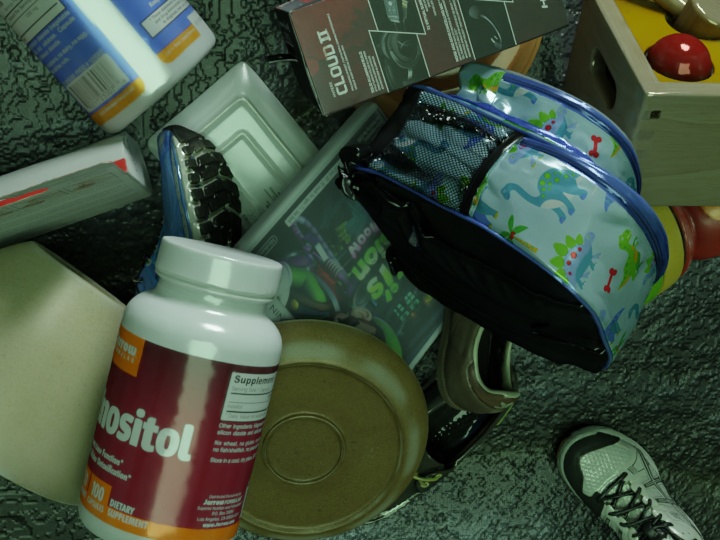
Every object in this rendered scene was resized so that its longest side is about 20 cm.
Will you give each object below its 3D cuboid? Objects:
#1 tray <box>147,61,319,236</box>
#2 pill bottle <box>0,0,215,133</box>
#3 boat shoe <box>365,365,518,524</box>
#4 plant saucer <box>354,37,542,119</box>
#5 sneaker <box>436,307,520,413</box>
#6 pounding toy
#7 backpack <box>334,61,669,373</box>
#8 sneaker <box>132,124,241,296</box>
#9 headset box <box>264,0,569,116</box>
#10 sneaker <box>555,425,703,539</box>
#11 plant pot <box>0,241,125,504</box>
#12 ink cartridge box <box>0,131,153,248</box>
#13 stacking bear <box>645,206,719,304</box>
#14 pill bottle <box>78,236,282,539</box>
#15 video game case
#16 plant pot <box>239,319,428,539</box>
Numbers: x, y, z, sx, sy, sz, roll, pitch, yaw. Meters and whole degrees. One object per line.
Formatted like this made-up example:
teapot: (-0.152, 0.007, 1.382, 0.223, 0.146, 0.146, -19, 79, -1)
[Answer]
tray: (-0.072, -0.060, 0.925, 0.107, 0.022, 0.200, -39, 107, 4)
pill bottle: (-0.208, -0.209, 0.817, 0.112, 0.112, 0.200, -39, 106, 3)
boat shoe: (0.057, 0.148, 0.978, 0.072, 0.061, 0.201, 40, 96, -17)
plant saucer: (0.056, -0.210, 0.897, 0.198, 0.037, 0.202, -2, 104, -8)
sneaker: (0.104, 0.014, 0.906, 0.070, 0.075, 0.202, -2, 91, -35)
pounding toy: (0.244, -0.167, 0.870, 0.182, 0.201, 0.143, -1, 133, -9)
backpack: (0.114, -0.038, 0.777, 0.147, 0.199, 0.183, -53, 151, -9)
sneaker: (-0.142, -0.011, 0.875, 0.088, 0.078, 0.202, -5, 93, 21)
headset box: (0.027, -0.178, 0.805, 0.198, 0.149, 0.078, -19, 106, -2)
sneaker: (0.259, 0.221, 1.016, 0.076, 0.088, 0.200, -44, 105, 6)
plant pot: (-0.247, 0.060, 0.842, 0.200, 0.200, 0.135, 38, 83, -16)
ink cartridge box: (-0.241, -0.059, 0.806, 0.160, 0.200, 0.051, -20, 87, -3)
stacking bear: (0.229, -0.026, 0.937, 0.198, 0.114, 0.122, -20, 71, -14)
pill bottle: (-0.118, 0.084, 0.772, 0.112, 0.113, 0.202, 13, 94, -12)
video game case: (0.000, 0.000, 0.895, 0.200, 0.023, 0.182, -50, 117, -24)
plant pot: (-0.044, 0.132, 0.865, 0.198, 0.028, 0.202, -3, 116, -5)
